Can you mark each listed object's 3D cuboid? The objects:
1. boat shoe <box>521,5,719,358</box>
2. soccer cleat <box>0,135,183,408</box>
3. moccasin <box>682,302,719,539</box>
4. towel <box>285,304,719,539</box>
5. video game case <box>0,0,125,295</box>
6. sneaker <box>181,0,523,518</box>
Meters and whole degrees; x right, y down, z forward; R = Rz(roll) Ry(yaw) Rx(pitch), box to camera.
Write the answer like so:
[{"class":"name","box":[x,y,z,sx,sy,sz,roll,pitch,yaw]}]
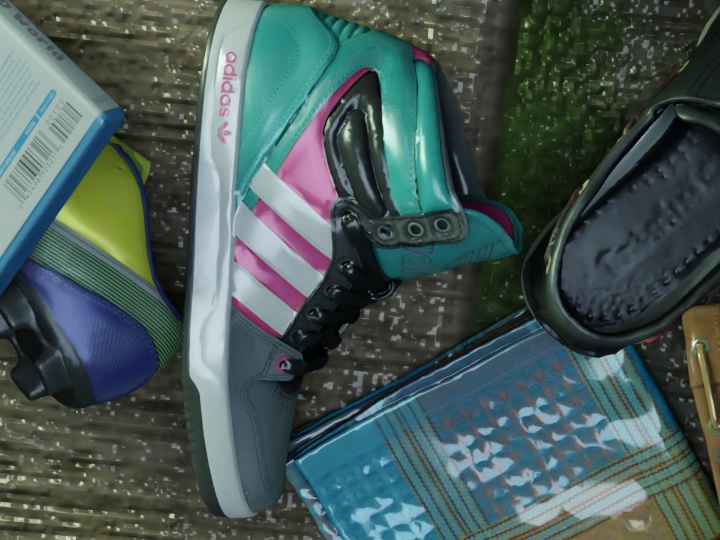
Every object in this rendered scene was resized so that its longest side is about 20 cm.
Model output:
[{"class":"boat shoe","box":[0.141,-0.048,0.924,0.074,0.063,0.201,43,88,-5]},{"class":"soccer cleat","box":[-0.128,-0.045,0.943,0.084,0.065,0.200,-28,97,-25]},{"class":"moccasin","box":[0.146,0.111,0.905,0.078,0.074,0.202,-2,103,14]},{"class":"towel","box":[0.077,0.120,0.986,0.147,0.022,0.200,-30,100,7]},{"class":"video game case","box":[-0.194,-0.071,0.901,0.200,0.018,0.143,43,117,10]},{"class":"sneaker","box":[0.000,0.000,0.935,0.121,0.084,0.200,5,101,9]}]
